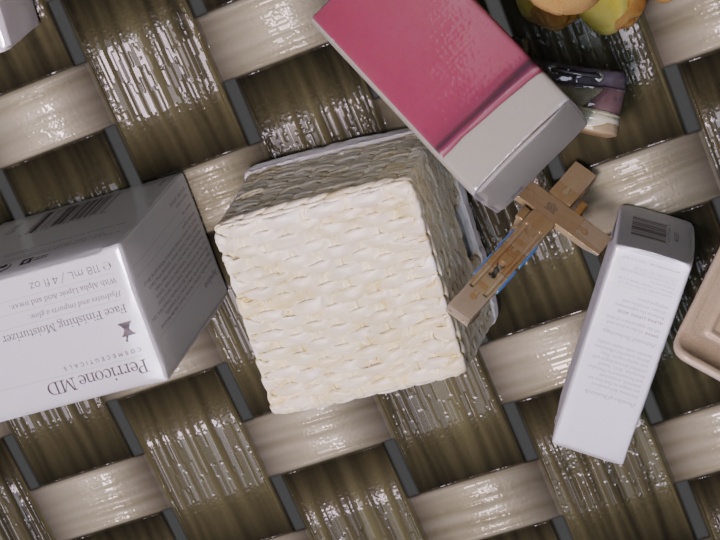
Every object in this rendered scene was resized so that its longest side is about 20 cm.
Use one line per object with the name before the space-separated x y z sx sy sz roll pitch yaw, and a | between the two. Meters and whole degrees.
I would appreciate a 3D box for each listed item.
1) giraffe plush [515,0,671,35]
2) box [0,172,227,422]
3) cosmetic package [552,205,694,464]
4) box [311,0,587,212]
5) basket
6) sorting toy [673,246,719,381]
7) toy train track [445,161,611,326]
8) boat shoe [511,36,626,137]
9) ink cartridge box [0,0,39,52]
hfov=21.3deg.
giraffe plush | 0.170 -0.270 1.527 0.172 0.162 0.201 -28 104 21
box | -0.250 0.024 1.716 0.197 0.200 0.132 -15 108 17
cosmetic package | 0.231 0.056 1.681 0.073 0.102 0.202 15 115 5
box | 0.074 -0.160 1.545 0.109 0.128 0.200 -44 77 6
basket | 0.000 0.000 1.676 0.198 0.161 0.200 -13 108 15
sorting toy | 0.383 0.027 1.627 0.184 0.036 0.201 28 81 0
toy train track | 0.137 -0.019 1.636 0.114 0.200 0.033 36 148 12
boat shoe | 0.133 -0.167 1.633 0.198 0.072 0.065 19 91 17
ink cartridge box | -0.386 -0.287 1.683 0.144 0.084 0.202 -8 109 16
